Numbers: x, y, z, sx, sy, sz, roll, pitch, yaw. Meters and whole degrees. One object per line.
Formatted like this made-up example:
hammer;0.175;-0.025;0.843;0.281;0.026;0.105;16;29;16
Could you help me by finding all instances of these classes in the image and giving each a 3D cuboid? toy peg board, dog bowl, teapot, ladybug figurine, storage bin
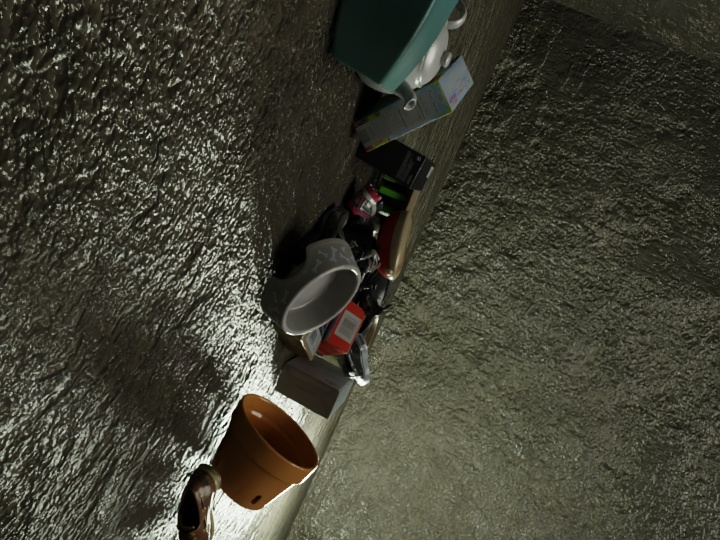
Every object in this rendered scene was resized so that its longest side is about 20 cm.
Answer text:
toy peg board;0.070;-0.192;1.544;0.200;0.095;0.205;-114;-136;-68
dog bowl;-0.083;0.036;1.075;0.197;0.059;0.202;-32;154;-18
teapot;0.090;-0.390;1.013;0.197;0.143;0.205;-41;153;-69
ladybug figurine;0.073;-0.063;1.388;0.202;0.070;0.139;-72;172;-50
storage bin;-0.030;-0.006;1.434;0.138;0.092;0.201;-62;171;-19

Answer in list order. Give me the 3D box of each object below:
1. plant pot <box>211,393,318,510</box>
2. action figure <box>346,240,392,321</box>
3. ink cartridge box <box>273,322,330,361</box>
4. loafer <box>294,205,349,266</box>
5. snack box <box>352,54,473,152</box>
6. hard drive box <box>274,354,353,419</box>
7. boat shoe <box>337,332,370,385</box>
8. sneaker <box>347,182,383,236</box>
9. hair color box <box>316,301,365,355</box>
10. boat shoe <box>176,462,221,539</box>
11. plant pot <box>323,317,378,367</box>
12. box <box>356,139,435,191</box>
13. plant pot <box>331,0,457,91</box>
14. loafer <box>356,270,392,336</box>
plant pot;-0.198;0.364;1.161;0.141;0.200;0.200;-48;171;5
action figure;0.000;0.000;1.268;0.101;0.203;0.119;-32;176;3
ink cartridge box;-0.108;0.088;1.280;0.168;0.074;0.201;-62;169;-17
loafer;-0.060;-0.060;1.190;0.201;0.071;0.074;-57;167;-46
snack box;0.103;-0.322;1.144;0.196;0.069;0.169;-19;-157;36
hard drive box;-0.110;0.284;1.501;0.079;0.153;0.200;-65;170;5
boat shoe;-0.017;0.235;1.486;0.067;0.075;0.201;-23;149;-15
sneaker;0.000;-0.132;1.389;0.074;0.081;0.201;-33;161;-13
hair color box;-0.067;0.142;1.439;0.113;0.063;0.199;-63;-165;-19
boat shoe;-0.307;0.451;1.080;0.067;0.070;0.206;-32;140;-63
plant pot;-0.048;0.193;1.686;0.204;0.132;0.201;-62;171;-18
box;0.083;-0.246;1.325;0.080;0.139;0.200;-58;172;12
plant pot;0.047;-0.378;0.857;0.203;0.139;0.141;-61;172;16
loafer;0.026;0.083;1.475;0.070;0.067;0.205;-58;173;-77
